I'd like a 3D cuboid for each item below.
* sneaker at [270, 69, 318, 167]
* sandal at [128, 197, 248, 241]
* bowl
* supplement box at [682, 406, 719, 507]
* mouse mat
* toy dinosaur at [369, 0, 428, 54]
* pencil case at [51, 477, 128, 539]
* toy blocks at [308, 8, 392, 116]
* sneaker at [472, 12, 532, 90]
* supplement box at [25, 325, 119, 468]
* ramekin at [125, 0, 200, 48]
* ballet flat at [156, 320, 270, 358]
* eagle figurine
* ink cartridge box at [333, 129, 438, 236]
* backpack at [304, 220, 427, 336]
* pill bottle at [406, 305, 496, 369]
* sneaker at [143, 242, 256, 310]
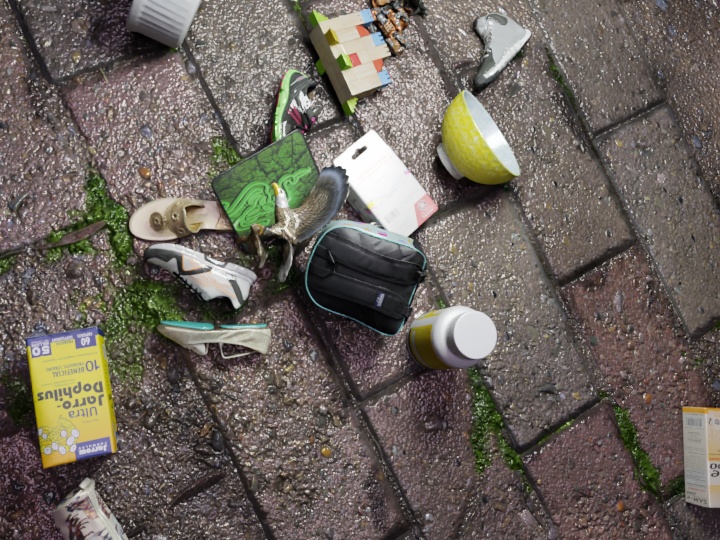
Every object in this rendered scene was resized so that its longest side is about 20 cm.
[{"bbox_3d":[-0.122,-0.283,1.301,0.083,0.077,0.202,11,80,-11],"label":"sneaker"},{"bbox_3d":[-0.302,-0.099,1.221,0.210,0.070,0.078,-4,82,-17],"label":"sandal"},{"bbox_3d":[0.217,-0.243,1.367,0.107,0.200,0.201,-32,92,24],"label":"bowl"},{"bbox_3d":[0.759,0.393,1.459,0.125,0.073,0.202,4,81,-15],"label":"supplement box"},{"bbox_3d":[-0.159,-0.145,1.265,0.199,0.008,0.162,-34,121,-18],"label":"mouse mat"},{"bbox_3d":[0.069,-0.546,1.395,0.135,0.102,0.202,-18,109,-2],"label":"toy dinosaur"},{"bbox_3d":[-0.411,0.432,1.099,0.089,0.078,0.201,-32,91,13],"label":"pencil case"},{"bbox_3d":[-0.005,-0.422,1.357,0.136,0.100,0.201,-26,92,-29],"label":"toy blocks"},{"bbox_3d":[0.267,-0.472,1.455,0.115,0.075,0.200,42,62,-2],"label":"sneaker"},{"bbox_3d":[-0.459,0.200,1.107,0.108,0.109,0.202,-9,85,-17],"label":"supplement box"},{"bbox_3d":[-0.328,-0.495,1.214,0.097,0.200,0.202,25,75,-19],"label":"ramekin"},{"bbox_3d":[-0.255,0.123,1.205,0.198,0.067,0.063,3,90,-16],"label":"ballet flat"},{"bbox_3d":[-0.109,-0.091,1.213,0.199,0.152,0.152,-24,131,-25],"label":"eagle figurine"},{"bbox_3d":[0.040,-0.156,1.334,0.116,0.067,0.200,-41,96,-18],"label":"ink cartridge box"},{"bbox_3d":[0.000,0.000,1.238,0.198,0.153,0.177,17,106,-12],"label":"backpack"},{"bbox_3d":[0.167,0.123,1.258,0.110,0.200,0.112,2,81,-15],"label":"pill bottle"},{"bbox_3d":[-0.285,0.010,1.208,0.198,0.074,0.081,20,78,-12],"label":"sneaker"}]
